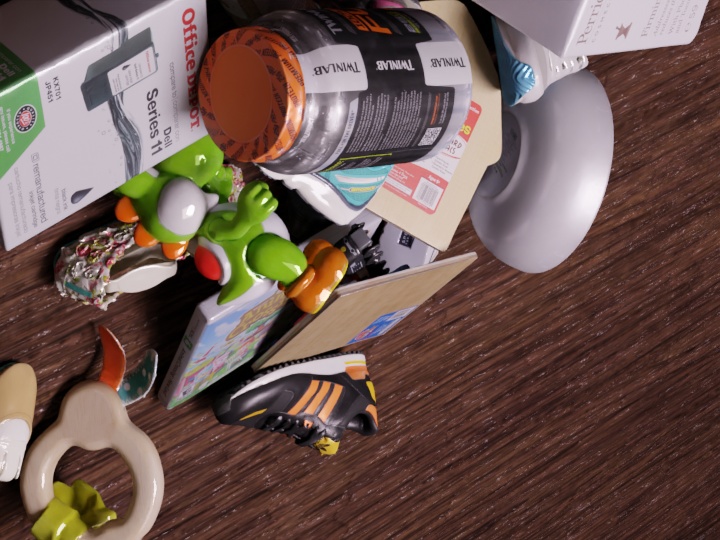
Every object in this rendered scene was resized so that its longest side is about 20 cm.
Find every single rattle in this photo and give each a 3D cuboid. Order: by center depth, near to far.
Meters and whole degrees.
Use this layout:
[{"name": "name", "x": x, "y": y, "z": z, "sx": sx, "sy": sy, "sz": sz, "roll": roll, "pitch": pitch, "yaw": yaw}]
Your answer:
[{"name": "rattle", "x": -0.213, "y": 0.148, "z": 1.652, "sx": 0.143, "sy": 0.129, "sz": 0.202, "roll": 7, "pitch": 90, "yaw": -66}]

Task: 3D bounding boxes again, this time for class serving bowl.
[{"name": "serving bowl", "x": 0.155, "y": -0.102, "z": 1.782, "sx": 0.065, "sy": 0.200, "sz": 0.201, "roll": 13, "pitch": 114, "yaw": -27}]

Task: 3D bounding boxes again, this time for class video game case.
[{"name": "video game case", "x": -0.082, "y": 0.034, "z": 1.685, "sx": 0.199, "sy": 0.022, "sz": 0.182, "roll": -31, "pitch": 165, "yaw": -30}]

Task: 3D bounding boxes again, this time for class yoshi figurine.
[{"name": "yoshi figurine", "x": -0.102, "y": -0.055, "z": 1.508, "sx": 0.113, "sy": 0.199, "sz": 0.112, "roll": -49, "pitch": -164, "yaw": 40}]

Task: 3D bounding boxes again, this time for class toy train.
[{"name": "toy train", "x": 0.000, "y": 0.000, "z": 1.678, "sx": 0.046, "sy": 0.034, "sz": 0.200, "roll": -35, "pitch": 167, "yaw": -3}]

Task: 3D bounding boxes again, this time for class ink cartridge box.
[{"name": "ink cartridge box", "x": -0.207, "y": -0.130, "z": 1.369, "sx": 0.199, "sy": 0.083, "sz": 0.147, "roll": -34, "pitch": 144, "yaw": -28}]

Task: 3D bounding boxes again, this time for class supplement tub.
[{"name": "supplement tub", "x": -0.019, "y": -0.137, "z": 1.431, "sx": 0.199, "sy": 0.122, "sz": 0.123, "roll": -10, "pitch": 129, "yaw": -48}]

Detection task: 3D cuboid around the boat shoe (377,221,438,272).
[{"name": "boat shoe", "x": 0.066, "y": -0.064, "z": 1.812, "sx": 0.070, "sy": 0.070, "sz": 0.201, "roll": -46, "pitch": 158, "yaw": -73}]

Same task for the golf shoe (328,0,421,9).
[{"name": "golf shoe", "x": -0.007, "y": -0.253, "z": 1.532, "sx": 0.072, "sy": 0.093, "sz": 0.201, "roll": -16, "pitch": 133, "yaw": 15}]

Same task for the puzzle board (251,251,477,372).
[{"name": "puzzle board", "x": 0.000, "y": 0.036, "z": 1.719, "sx": 0.150, "sy": 0.018, "sz": 0.200, "roll": -16, "pitch": 166, "yaw": -31}]

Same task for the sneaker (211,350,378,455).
[{"name": "sneaker", "x": -0.053, "y": 0.136, "z": 1.802, "sx": 0.070, "sy": 0.091, "sz": 0.199, "roll": -28, "pitch": 169, "yaw": 39}]

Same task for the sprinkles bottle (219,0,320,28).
[{"name": "sprinkles bottle", "x": -0.078, "y": -0.219, "z": 1.443, "sx": 0.068, "sy": 0.068, "sz": 0.200, "roll": -47, "pitch": 154, "yaw": -7}]

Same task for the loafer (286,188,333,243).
[{"name": "loafer", "x": 0.011, "y": -0.088, "z": 1.716, "sx": 0.199, "sy": 0.073, "sz": 0.072, "roll": -26, "pitch": 159, "yaw": -27}]

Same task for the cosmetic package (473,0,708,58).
[{"name": "cosmetic package", "x": 0.205, "y": -0.301, "z": 1.651, "sx": 0.199, "sy": 0.166, "sz": 0.168, "roll": -13, "pitch": 131, "yaw": -44}]

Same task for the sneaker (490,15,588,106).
[{"name": "sneaker", "x": 0.161, "y": -0.200, "z": 1.689, "sx": 0.200, "sy": 0.080, "sz": 0.077, "roll": -71, "pitch": 153, "yaw": -69}]

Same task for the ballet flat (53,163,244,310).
[{"name": "ballet flat", "x": -0.161, "y": -0.022, "z": 1.554, "sx": 0.199, "sy": 0.064, "sz": 0.076, "roll": -32, "pitch": 143, "yaw": -30}]

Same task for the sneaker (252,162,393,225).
[{"name": "sneaker", "x": -0.050, "y": -0.115, "z": 1.542, "sx": 0.080, "sy": 0.078, "sz": 0.200, "roll": -44, "pitch": 135, "yaw": 14}]

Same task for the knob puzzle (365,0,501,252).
[{"name": "knob puzzle", "x": 0.041, "y": -0.145, "z": 1.660, "sx": 0.218, "sy": 0.030, "sz": 0.222, "roll": -3, "pitch": 97, "yaw": -26}]

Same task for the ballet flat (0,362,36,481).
[{"name": "ballet flat", "x": -0.313, "y": 0.171, "z": 1.548, "sx": 0.201, "sy": 0.063, "sz": 0.069, "roll": -57, "pitch": 148, "yaw": 6}]
